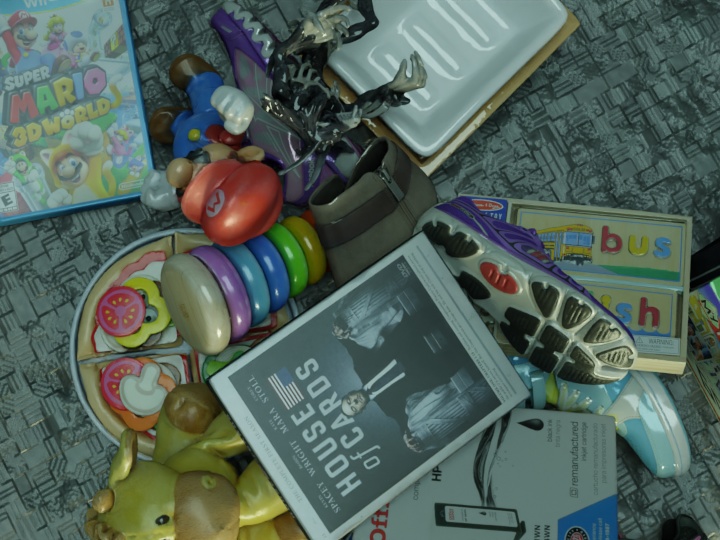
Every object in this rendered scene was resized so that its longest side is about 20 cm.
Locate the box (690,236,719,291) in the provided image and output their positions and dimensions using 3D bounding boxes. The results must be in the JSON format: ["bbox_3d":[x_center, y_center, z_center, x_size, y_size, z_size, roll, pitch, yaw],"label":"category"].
[{"bbox_3d":[0.379,0.035,0.989,0.122,0.200,0.200,-30,84,-8],"label":"box"}]

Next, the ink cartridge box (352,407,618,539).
[{"bbox_3d":[0.095,0.186,0.955,0.197,0.085,0.148,4,53,5],"label":"ink cartridge box"}]

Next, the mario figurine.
[{"bbox_3d":[-0.132,-0.097,0.978,0.105,0.125,0.201,-20,40,-9],"label":"mario figurine"}]

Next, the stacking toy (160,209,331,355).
[{"bbox_3d":[-0.061,-0.007,1.015,0.198,0.085,0.086,-26,82,-29],"label":"stacking toy"}]

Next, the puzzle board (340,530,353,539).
[{"bbox_3d":[0.022,0.261,0.964,0.149,0.018,0.201,22,57,18],"label":"puzzle board"}]

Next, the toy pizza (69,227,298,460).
[{"bbox_3d":[-0.146,0.062,1.036,0.197,0.032,0.204,1,80,-4],"label":"toy pizza"}]

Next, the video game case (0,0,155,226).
[{"bbox_3d":[-0.261,-0.150,1.072,0.141,0.018,0.203,-11,81,-5],"label":"video game case"}]

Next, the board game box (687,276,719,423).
[{"bbox_3d":[0.321,0.103,1.006,0.029,0.135,0.202,-26,82,-7],"label":"board game box"}]

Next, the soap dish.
[{"bbox_3d":[0.066,-0.196,1.068,0.157,0.081,0.200,45,81,5],"label":"soap dish"}]

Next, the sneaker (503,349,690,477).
[{"bbox_3d":[0.175,0.106,1.027,0.129,0.080,0.202,-29,74,-10],"label":"sneaker"}]

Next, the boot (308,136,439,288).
[{"bbox_3d":[0.000,0.000,0.979,0.201,0.070,0.147,-56,131,-32],"label":"boot"}]

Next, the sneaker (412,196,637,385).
[{"bbox_3d":[0.136,0.005,0.957,0.199,0.081,0.083,39,46,12],"label":"sneaker"}]

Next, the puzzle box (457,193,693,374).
[{"bbox_3d":[0.168,0.008,1.007,0.197,0.026,0.135,5,63,9],"label":"puzzle box"}]

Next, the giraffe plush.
[{"bbox_3d":[-0.133,0.173,0.925,0.198,0.162,0.175,-25,83,11],"label":"giraffe plush"}]

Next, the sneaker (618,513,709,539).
[{"bbox_3d":[0.206,0.263,1.009,0.198,0.080,0.087,-19,77,-19],"label":"sneaker"}]

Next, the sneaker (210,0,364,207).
[{"bbox_3d":[-0.077,-0.137,1.057,0.088,0.080,0.201,-37,80,10],"label":"sneaker"}]

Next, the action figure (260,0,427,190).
[{"bbox_3d":[-0.016,-0.168,0.961,0.101,0.118,0.203,-8,70,41],"label":"action figure"}]

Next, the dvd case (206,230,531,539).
[{"bbox_3d":[0.007,0.087,0.916,0.199,0.025,0.151,-34,88,-14],"label":"dvd case"}]
